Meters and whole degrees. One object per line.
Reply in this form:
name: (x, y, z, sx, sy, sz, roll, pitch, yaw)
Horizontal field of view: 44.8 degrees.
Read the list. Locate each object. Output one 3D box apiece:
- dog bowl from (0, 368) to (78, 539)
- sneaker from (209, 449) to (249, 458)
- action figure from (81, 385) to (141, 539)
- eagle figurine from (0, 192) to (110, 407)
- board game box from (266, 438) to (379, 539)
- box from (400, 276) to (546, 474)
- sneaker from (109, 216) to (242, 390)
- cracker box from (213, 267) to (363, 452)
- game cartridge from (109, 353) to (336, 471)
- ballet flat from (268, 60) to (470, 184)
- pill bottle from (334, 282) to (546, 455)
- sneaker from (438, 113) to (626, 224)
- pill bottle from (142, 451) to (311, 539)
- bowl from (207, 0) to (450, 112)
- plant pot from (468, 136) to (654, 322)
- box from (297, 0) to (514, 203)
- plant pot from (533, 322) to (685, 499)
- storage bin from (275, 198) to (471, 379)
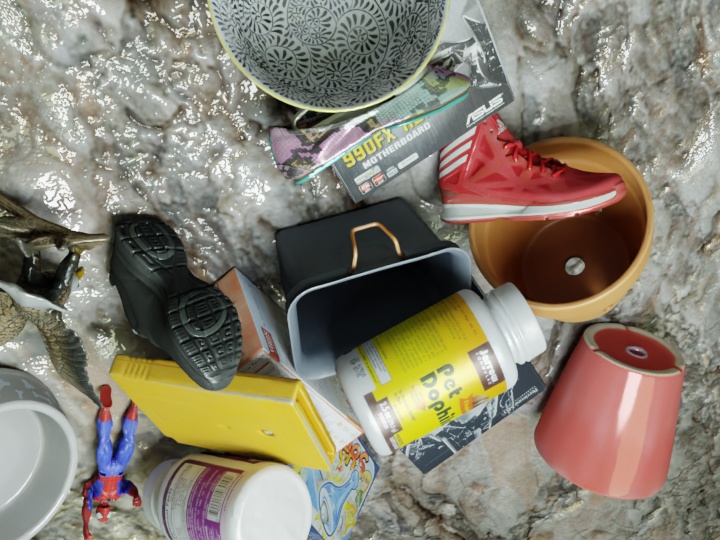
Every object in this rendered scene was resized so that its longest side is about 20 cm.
dog bowl: (-0.383, 0.206, 0.903, 0.199, 0.058, 0.203, -26, 126, -40)
sneaker: (-0.138, 0.173, 1.040, 0.082, 0.078, 0.202, -2, 137, -14)
action figure: (-0.285, 0.239, 1.012, 0.064, 0.100, 0.202, 2, 127, -25)
eagle figurine: (-0.304, 0.043, 0.827, 0.150, 0.151, 0.202, -4, 125, -48)
board game box: (-0.048, 0.260, 1.126, 0.137, 0.034, 0.201, -62, 142, -30)
box: (0.104, 0.127, 1.099, 0.199, 0.105, 0.182, -36, 134, 5)
sneaker: (-0.182, 0.041, 0.847, 0.075, 0.201, 0.091, -9, 142, -42)
cracker box: (-0.086, 0.105, 0.971, 0.057, 0.135, 0.200, -36, 132, 7)
game cartridge: (-0.135, 0.147, 0.900, 0.197, 0.033, 0.177, 8, 149, 17)
ballet flat: (0.006, -0.152, 0.800, 0.198, 0.069, 0.072, -27, 113, -2)
pill bottle: (0.081, 0.093, 0.875, 0.198, 0.110, 0.110, -28, 133, -2)
sneaker: (0.170, -0.113, 0.906, 0.197, 0.078, 0.118, -5, 100, 20)
pill bottle: (-0.155, 0.262, 0.970, 0.111, 0.198, 0.114, 3, 85, -44)
bowl: (-0.029, -0.225, 0.742, 0.197, 0.094, 0.205, 0, 87, -5)
plant pot: (0.234, -0.029, 0.994, 0.199, 0.201, 0.140, -36, 150, 5)
box: (0.039, -0.183, 0.861, 0.198, 0.049, 0.159, -32, 133, 1)
plant pot: (0.357, 0.185, 1.217, 0.197, 0.201, 0.180, 0, 116, -25)
storage bin: (0.000, 0.000, 0.929, 0.197, 0.135, 0.147, -16, 132, -14)
